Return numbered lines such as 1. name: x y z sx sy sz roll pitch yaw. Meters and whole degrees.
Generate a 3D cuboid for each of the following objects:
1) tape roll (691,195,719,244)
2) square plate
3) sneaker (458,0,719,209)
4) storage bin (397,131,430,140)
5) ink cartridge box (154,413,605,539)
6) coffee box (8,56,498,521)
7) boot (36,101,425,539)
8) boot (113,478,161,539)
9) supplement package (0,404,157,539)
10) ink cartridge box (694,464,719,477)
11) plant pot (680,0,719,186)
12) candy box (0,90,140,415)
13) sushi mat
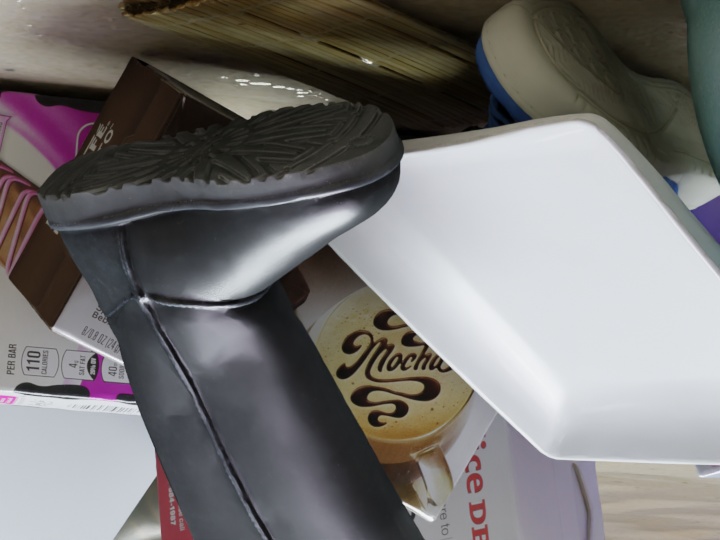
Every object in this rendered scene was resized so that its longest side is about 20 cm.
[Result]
1. tape roll: 0.193 0.012 1.226 0.199 0.085 0.200 -14 171 -2
2. square plate: 0.083 0.007 1.037 0.198 0.028 0.200 45 152 -27
3. sneaker: 0.067 -0.042 1.072 0.111 0.077 0.200 -31 162 18
4. storage bin: 0.000 0.000 1.318 0.135 0.094 0.200 7 168 -22
5. ink cartridge box: 0.008 0.130 1.275 0.200 0.147 0.083 -17 157 28
6. coffee box: -0.032 0.008 1.144 0.200 0.113 0.080 29 -176 -25
7. boot: -0.021 0.041 1.036 0.164 0.201 0.066 -4 -155 39
8. boot: -0.074 0.108 1.406 0.200 0.075 0.097 -24 -164 -13
9. supplement package: -0.211 0.066 1.329 0.200 0.156 0.111 34 -179 -31
10. ink cartridge box: 0.232 0.063 1.207 0.119 0.042 0.200 -17 171 23
11. plant pot: 0.212 -0.044 0.958 0.200 0.135 0.200 2 168 0
12. candy box: -0.172 -0.011 1.197 0.199 0.137 0.061 4 171 -10
13. sushi mat: 0.001 -0.088 1.089 0.095 0.012 0.200 -8 165 36
